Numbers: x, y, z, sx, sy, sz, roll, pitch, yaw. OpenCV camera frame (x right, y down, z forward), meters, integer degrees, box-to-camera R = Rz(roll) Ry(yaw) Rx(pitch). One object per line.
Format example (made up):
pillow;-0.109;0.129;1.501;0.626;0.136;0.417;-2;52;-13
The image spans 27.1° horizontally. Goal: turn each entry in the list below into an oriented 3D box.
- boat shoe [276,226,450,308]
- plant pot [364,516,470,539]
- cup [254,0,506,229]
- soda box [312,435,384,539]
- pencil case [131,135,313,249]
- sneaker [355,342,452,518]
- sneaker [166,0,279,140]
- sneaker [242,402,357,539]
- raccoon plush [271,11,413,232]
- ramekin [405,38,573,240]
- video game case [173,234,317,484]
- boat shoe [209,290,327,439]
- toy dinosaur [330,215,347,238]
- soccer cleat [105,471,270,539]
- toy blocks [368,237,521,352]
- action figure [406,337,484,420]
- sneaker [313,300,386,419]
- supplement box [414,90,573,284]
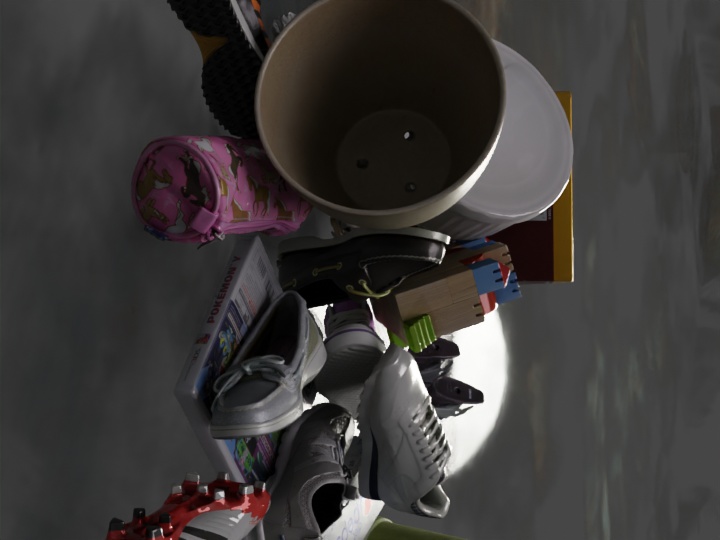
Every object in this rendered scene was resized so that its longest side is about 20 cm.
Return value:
boat shoe;0.000;0.000;1.328;0.072;0.201;0.061;19;72;-40
plant pot;0.065;0.335;1.483;0.200;0.189;0.201;0;90;-69
cup;0.022;-0.115;1.236;0.143;0.199;0.201;72;23;-71
soda box;-0.036;0.232;1.401;0.200;0.063;0.069;-52;135;-58
pencil case;-0.106;-0.065;1.210;0.200;0.082;0.087;-13;107;-69
sneaker;0.046;0.146;1.353;0.076;0.080;0.201;-49;150;-34
sneaker;-0.099;-0.204;1.244;0.090;0.070;0.201;-66;146;-41
sneaker;-0.035;0.191;1.321;0.200;0.082;0.075;-60;144;-53
raccoon plush;-0.022;-0.135;1.351;0.097;0.133;0.201;-24;111;-65
ramekin;0.098;-0.122;1.443;0.094;0.202;0.203;-44;-152;54
video game case;-0.094;0.102;1.314;0.201;0.023;0.183;70;28;-42
boat shoe;-0.078;0.080;1.233;0.202;0.074;0.065;-52;131;-64
toy dinosaur;-0.015;-0.063;1.460;0.101;0.058;0.201;59;14;-53
soccer cleat;-0.134;0.213;1.160;0.200;0.068;0.086;-18;115;-64
toy blocks;0.086;0.014;1.418;0.200;0.136;0.100;-144;-143;-76
action figure;0.048;0.150;1.519;0.200;0.069;0.131;125;-40;-50
sneaker;-0.015;0.063;1.424;0.201;0.072;0.115;89;-7;-69
supplement box;0.122;-0.083;1.591;0.133;0.199;0.199;5;84;-85
